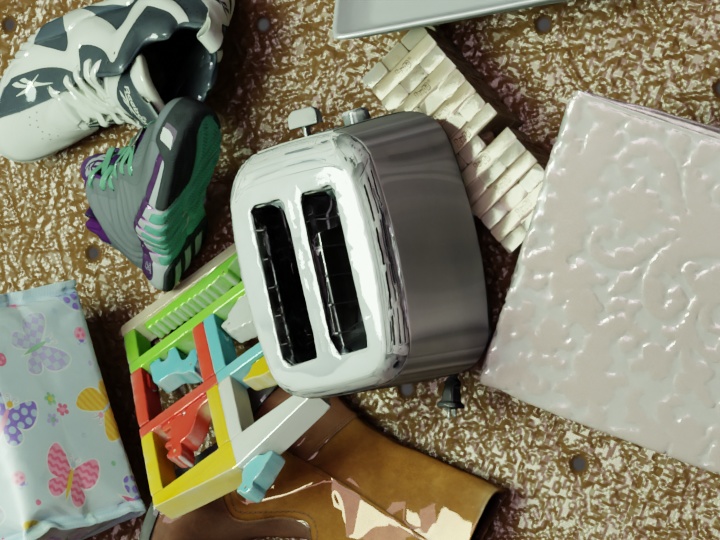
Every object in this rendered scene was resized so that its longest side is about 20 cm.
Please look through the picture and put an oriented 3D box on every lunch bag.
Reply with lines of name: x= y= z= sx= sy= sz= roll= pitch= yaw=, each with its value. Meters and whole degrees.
lunch bag: x=-0.252 y=0.116 z=1.472 sx=0.200 sy=0.127 sz=0.170 roll=-29 pitch=76 yaw=44

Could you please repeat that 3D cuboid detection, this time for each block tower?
block tower: x=0.083 y=-0.070 z=1.386 sx=0.054 sy=0.058 sz=0.200 roll=-44 pitch=71 yaw=13

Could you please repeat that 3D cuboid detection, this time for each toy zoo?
toy zoo: x=-0.087 y=0.071 z=1.406 sx=0.131 sy=0.020 sz=0.200 roll=-36 pitch=40 yaw=17

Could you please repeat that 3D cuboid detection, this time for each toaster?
toaster: x=0.000 y=0.000 z=1.329 sx=0.113 sy=0.129 sz=0.201 roll=-12 pitch=88 yaw=30

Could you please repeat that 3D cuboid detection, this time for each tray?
tray: x=0.083 y=-0.191 z=1.382 sx=0.199 sy=0.022 sz=0.108 roll=-9 pitch=45 yaw=15

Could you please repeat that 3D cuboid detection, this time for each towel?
towel: x=0.186 y=0.010 z=1.309 sx=0.190 sy=0.032 sz=0.201 roll=20 pitch=110 yaw=5

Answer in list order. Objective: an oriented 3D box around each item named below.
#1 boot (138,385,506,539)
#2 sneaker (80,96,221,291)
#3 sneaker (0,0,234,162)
boot: x=-0.029 y=0.175 z=1.418 sx=0.200 sy=0.068 sz=0.189 roll=31 pitch=86 yaw=19
sneaker: x=-0.144 y=-0.057 z=1.403 sx=0.087 sy=0.200 sz=0.075 roll=30 pitch=61 yaw=7
sneaker: x=-0.163 y=-0.118 z=1.446 sx=0.199 sy=0.080 sz=0.130 roll=-30 pitch=31 yaw=10
